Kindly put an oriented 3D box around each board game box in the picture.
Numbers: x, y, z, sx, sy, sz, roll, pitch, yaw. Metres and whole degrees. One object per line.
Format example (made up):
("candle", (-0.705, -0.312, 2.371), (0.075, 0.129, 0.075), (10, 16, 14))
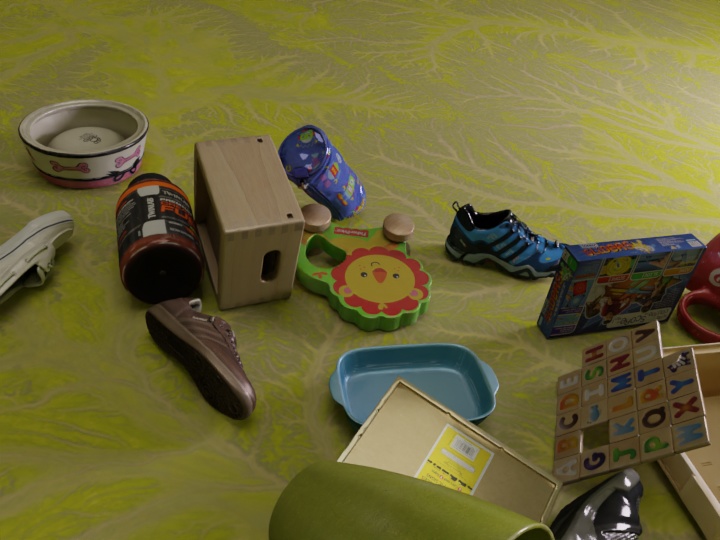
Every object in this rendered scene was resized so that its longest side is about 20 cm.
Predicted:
("board game box", (0.348, 0.021, 0.881), (0.198, 0.136, 0.035), (-5, 40, -17))

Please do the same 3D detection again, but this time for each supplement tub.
("supplement tub", (-0.277, -0.053, 0.894), (0.106, 0.108, 0.201), (-7, 41, -18))

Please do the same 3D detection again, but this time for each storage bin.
("storage bin", (0.429, 0.182, 0.723), (0.196, 0.094, 0.201), (-2, 39, -13))

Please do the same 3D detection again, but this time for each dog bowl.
("dog bowl", (-0.452, -0.209, 1.090), (0.198, 0.074, 0.201), (5, 37, -4))

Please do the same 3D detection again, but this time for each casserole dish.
("casserole dish", (0.061, 0.140, 0.760), (0.198, 0.039, 0.122), (-3, 39, -11))

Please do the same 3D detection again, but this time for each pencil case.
("pencil case", (-0.054, -0.138, 0.983), (0.077, 0.200, 0.088), (4, 76, 19))

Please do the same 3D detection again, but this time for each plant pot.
("plant pot", (0.022, 0.244, 0.532), (0.199, 0.189, 0.186), (20, 37, 40))

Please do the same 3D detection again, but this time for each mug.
("mug", (0.561, 0.056, 0.912), (0.133, 0.178, 0.200), (23, 24, -47))

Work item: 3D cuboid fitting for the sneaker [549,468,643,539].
("sneaker", (0.235, 0.266, 0.608), (0.114, 0.076, 0.199), (51, 34, 14))

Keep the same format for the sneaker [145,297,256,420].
("sneaker", (-0.170, 0.088, 0.762), (0.075, 0.071, 0.199), (-26, 50, -37))

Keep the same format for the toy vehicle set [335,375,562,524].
("toy vehicle set", (0.087, 0.207, 0.652), (0.199, 0.027, 0.124), (32, 53, 16))

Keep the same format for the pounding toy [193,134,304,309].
("pounding toy", (-0.142, -0.064, 0.891), (0.141, 0.201, 0.185), (-10, 55, -21))

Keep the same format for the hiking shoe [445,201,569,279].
("hiking shoe", (0.229, -0.044, 0.983), (0.198, 0.087, 0.075), (9, 38, 1))

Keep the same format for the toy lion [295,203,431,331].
("toy lion", (0.000, 0.000, 0.918), (0.198, 0.069, 0.193), (7, 45, 0))

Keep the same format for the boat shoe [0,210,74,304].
("boat shoe", (-0.435, -0.005, 0.852), (0.067, 0.074, 0.200), (40, 41, -3))

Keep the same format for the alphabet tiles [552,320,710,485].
("alphabet tiles", (0.290, 0.138, 0.728), (0.008, 0.167, 0.201), (47, 36, -17))
